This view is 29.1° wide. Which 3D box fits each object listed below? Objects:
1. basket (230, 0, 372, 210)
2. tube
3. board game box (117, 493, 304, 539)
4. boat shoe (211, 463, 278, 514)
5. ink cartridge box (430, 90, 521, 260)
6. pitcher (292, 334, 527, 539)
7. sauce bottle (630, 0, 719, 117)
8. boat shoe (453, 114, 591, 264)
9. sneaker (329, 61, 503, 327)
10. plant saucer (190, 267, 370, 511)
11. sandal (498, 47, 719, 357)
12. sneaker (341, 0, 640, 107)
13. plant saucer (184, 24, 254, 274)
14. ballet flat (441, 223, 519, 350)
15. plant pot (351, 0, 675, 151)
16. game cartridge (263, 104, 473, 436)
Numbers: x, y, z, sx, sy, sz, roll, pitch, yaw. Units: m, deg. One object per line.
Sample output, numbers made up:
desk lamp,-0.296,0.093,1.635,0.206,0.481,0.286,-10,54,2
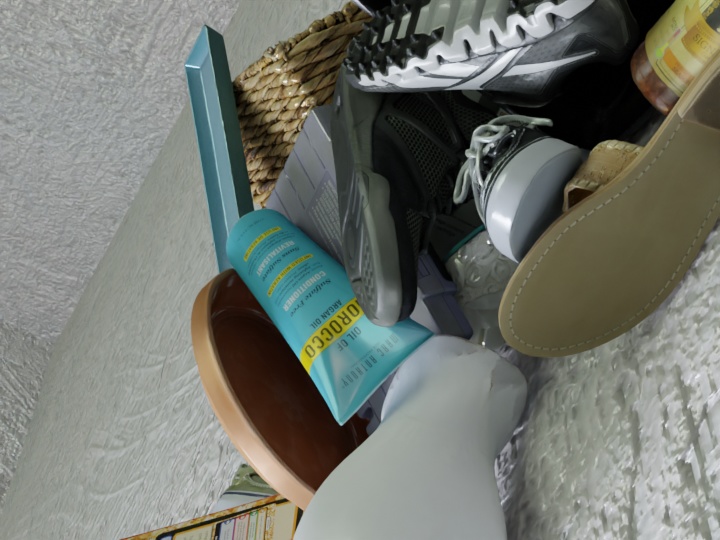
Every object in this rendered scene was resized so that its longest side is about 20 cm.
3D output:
basket,-0.012,-0.117,1.093,0.142,0.150,0.200,-33,5,-23
tube,-0.027,0.023,0.896,0.077,0.050,0.200,-47,39,0
board game box,-0.104,0.245,1.007,0.199,0.046,0.152,-18,35,18
boat shoe,-0.089,0.192,1.184,0.200,0.072,0.062,154,136,-71
ink cartridge box,0.076,-0.105,1.065,0.201,0.083,0.147,-61,17,14
pitcher,0.022,0.161,0.809,0.201,0.120,0.172,-67,1,-48
sauce bottle,0.219,-0.158,0.708,0.200,0.066,0.066,-54,19,43
boat shoe,0.093,-0.056,0.803,0.074,0.068,0.199,-67,-15,19
sneaker,0.042,-0.051,0.864,0.077,0.113,0.200,103,168,-46
plant saucer,-0.047,0.089,0.964,0.032,0.200,0.201,-35,27,21
sandal,0.153,-0.045,0.749,0.212,0.077,0.070,-50,18,20
sneaker,0.077,-0.127,0.812,0.199,0.090,0.067,-12,48,42
plant saucer,-0.105,-0.083,1.060,0.070,0.019,0.202,137,126,-62
ballet flat,0.070,0.036,0.939,0.200,0.071,0.072,-49,22,51
plant pot,0.142,-0.227,0.861,0.200,0.199,0.178,-46,13,50
game cartridge,0.000,0.000,0.945,0.201,0.038,0.130,61,138,27
